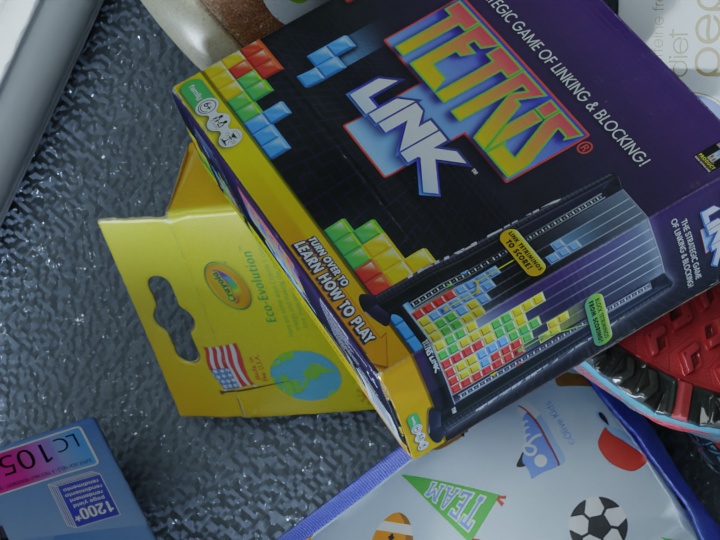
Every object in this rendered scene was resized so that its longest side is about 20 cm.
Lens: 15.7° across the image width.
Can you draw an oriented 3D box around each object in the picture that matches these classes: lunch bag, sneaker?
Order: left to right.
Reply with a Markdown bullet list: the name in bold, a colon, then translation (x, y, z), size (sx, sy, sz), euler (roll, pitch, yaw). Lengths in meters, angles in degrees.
- **lunch bag**: translation (0.063, 0.151, 1.096), size (0.200, 0.124, 0.170), euler (-40, 71, 16)
- **sneaker**: translation (0.149, 0.054, 1.070), size (0.199, 0.096, 0.080), euler (25, 59, -11)

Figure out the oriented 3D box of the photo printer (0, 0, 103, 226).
- **photo printer**: translation (-0.225, -0.093, 1.252), size (0.166, 0.069, 0.201), euler (23, 88, 21)

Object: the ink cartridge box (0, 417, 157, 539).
- **ink cartridge box**: translation (-0.139, 0.167, 1.112), size (0.136, 0.077, 0.200), euler (-18, 43, -15)

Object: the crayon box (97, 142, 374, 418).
- **crayon box**: translation (0.000, 0.000, 1.136), size (0.199, 0.127, 0.051), euler (-4, 41, 16)

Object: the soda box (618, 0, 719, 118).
- **soda box**: translation (0.146, -0.078, 1.133), size (0.063, 0.068, 0.201), euler (1, 81, 18)

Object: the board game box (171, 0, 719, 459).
- **board game box**: translation (0.040, -0.042, 1.030), size (0.165, 0.057, 0.200), euler (-31, 46, -7)

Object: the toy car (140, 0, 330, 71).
- **toy car**: translation (-0.017, -0.183, 1.129), size (0.200, 0.164, 0.158), euler (-40, 38, 8)
